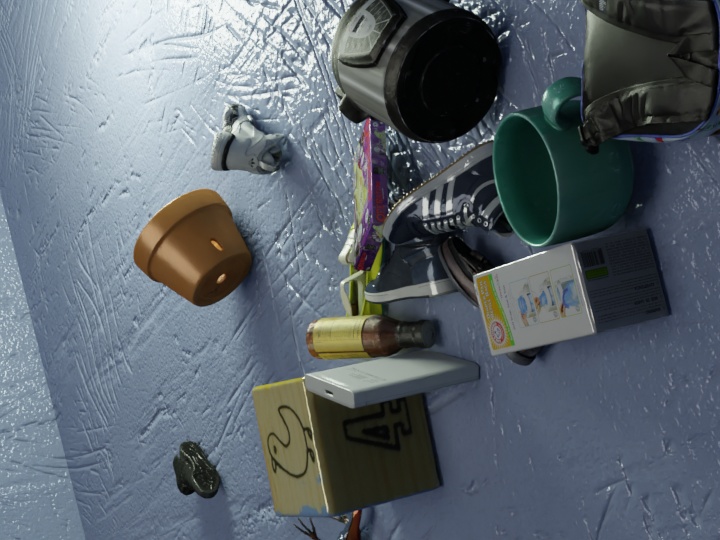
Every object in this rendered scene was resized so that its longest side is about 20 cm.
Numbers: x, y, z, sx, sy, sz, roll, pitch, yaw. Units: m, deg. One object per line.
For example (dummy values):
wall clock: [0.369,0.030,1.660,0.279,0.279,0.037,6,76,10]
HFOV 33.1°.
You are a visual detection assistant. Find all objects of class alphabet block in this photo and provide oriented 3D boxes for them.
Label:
alphabet block: [-0.024,0.247,1.799,0.195,0.196,0.200,-20,81,58]

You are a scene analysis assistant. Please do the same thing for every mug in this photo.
mug: [0.234,-0.114,1.318,0.185,0.114,0.152,138,117,-70]

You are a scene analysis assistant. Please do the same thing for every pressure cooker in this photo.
pressure cooker: [0.059,-0.266,1.539,0.200,0.176,0.179,40,141,50]

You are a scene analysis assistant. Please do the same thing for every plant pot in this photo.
plant pot: [-0.292,-0.030,2.205,0.140,0.200,0.200,45,137,21]

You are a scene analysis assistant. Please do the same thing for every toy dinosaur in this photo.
toy dinosaur: [-0.014,0.447,1.992,0.200,0.105,0.182,37,126,0]

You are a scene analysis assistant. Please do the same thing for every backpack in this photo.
backpack: [0.306,-0.207,1.159,0.190,0.154,0.200,-149,50,-63]

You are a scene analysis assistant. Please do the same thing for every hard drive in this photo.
hard drive: [0.043,0.146,1.651,0.132,0.200,0.027,12,109,58]

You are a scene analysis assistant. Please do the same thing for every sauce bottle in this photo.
sauce bottle: [0.016,0.097,1.764,0.200,0.066,0.066,-3,96,33]

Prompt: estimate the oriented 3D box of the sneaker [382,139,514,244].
sneaker: [0.122,-0.067,1.534,0.200,0.070,0.109,-37,66,24]

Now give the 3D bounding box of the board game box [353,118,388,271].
board game box: [0.013,-0.114,1.715,0.120,0.032,0.200,117,157,-53]

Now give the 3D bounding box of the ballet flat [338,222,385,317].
ballet flat: [0.000,0.000,1.816,0.067,0.067,0.200,22,116,59]

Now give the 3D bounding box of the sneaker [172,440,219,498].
sneaker: [-0.348,0.436,2.539,0.200,0.060,0.104,51,138,49]

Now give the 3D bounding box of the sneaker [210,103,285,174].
sneaker: [-0.187,-0.221,2.074,0.200,0.115,0.075,-82,3,-59]

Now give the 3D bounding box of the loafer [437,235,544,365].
loafer: [0.175,0.027,1.542,0.063,0.072,0.200,-48,61,29]

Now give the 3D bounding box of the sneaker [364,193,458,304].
sneaker: [0.061,-0.031,1.688,0.202,0.077,0.147,-13,91,57]

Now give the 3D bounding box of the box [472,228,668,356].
box: [0.234,0.028,1.380,0.200,0.112,0.102,-22,81,60]
